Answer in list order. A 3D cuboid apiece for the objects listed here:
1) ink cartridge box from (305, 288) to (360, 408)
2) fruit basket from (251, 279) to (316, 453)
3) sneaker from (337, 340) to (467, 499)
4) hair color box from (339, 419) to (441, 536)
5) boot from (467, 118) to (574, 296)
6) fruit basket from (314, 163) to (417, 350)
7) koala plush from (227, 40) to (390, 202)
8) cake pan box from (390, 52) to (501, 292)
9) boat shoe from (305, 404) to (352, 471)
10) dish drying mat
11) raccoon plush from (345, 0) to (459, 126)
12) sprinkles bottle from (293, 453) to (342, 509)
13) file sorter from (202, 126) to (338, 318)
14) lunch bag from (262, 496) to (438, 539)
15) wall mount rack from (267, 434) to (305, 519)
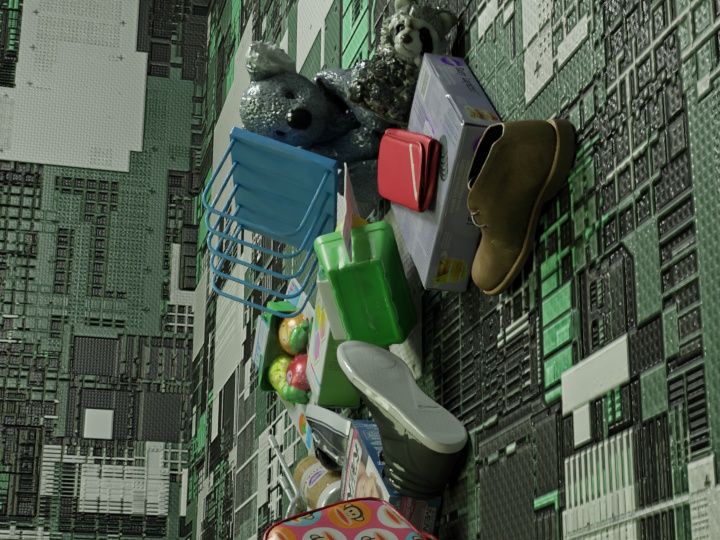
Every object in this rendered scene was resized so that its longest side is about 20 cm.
[{"bbox_3d":[-0.023,0.064,1.838,0.104,0.059,0.202,-117,34,-66],"label":"ink cartridge box"},{"bbox_3d":[-0.092,0.132,2.041,0.200,0.093,0.187,-118,35,-60],"label":"fruit basket"},{"bbox_3d":[0.029,0.157,1.466,0.200,0.070,0.100,43,132,41],"label":"sneaker"},{"bbox_3d":[0.029,0.247,1.558,0.200,0.060,0.101,-126,43,-69],"label":"hair color box"},{"bbox_3d":[0.120,-0.057,1.255,0.201,0.075,0.074,107,160,-45],"label":"boot"},{"bbox_3d":[0.000,0.000,1.602,0.200,0.093,0.187,-104,-2,-64],"label":"fruit basket"},{"bbox_3d":[-0.062,-0.195,1.794,0.184,0.198,0.179,-120,37,-67],"label":"koala plush"},{"bbox_3d":[0.084,-0.105,1.472,0.200,0.052,0.186,-110,30,-60],"label":"cake pan box"},{"bbox_3d":[-0.030,0.214,1.777,0.068,0.071,0.200,-67,20,-5],"label":"boat shoe"},{"bbox_3d":[0.045,-0.107,1.494,0.200,0.018,0.078,-145,60,-75],"label":"dish drying mat"},{"bbox_3d":[0.043,-0.238,1.607,0.200,0.096,0.135,-140,71,-77],"label":"raccoon plush"},{"bbox_3d":[-0.036,0.282,1.801,0.200,0.068,0.069,-164,79,-77],"label":"sprinkles bottle"},{"bbox_3d":[-0.113,-0.052,1.764,0.201,0.138,0.123,93,-162,-57],"label":"file sorter"},{"bbox_3d":[0.017,0.298,1.349,0.200,0.175,0.083,42,137,46],"label":"lunch bag"},{"bbox_3d":[-0.101,0.322,1.845,0.201,0.074,0.175,84,-161,-54],"label":"wall mount rack"}]
